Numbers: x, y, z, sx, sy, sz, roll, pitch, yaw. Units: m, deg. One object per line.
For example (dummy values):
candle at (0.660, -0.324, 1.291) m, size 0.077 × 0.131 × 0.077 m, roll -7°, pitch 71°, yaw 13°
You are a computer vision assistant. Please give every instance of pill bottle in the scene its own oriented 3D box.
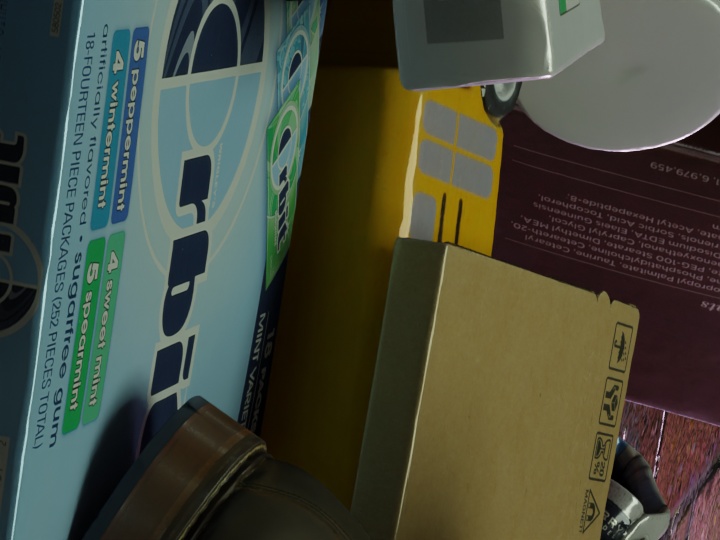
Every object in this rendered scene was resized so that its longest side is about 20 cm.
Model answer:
pill bottle at (0.092, -0.143, 0.984) m, size 0.111 × 0.110 × 0.201 m, roll 85°, pitch 6°, yaw -48°

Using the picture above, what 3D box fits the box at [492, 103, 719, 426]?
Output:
box at (0.151, -0.057, 1.220) m, size 0.201 × 0.163 × 0.167 m, roll 92°, pitch 15°, yaw -55°

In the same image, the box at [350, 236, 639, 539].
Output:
box at (0.035, 0.099, 0.846) m, size 0.163 × 0.021 × 0.202 m, roll 17°, pitch 83°, yaw -63°

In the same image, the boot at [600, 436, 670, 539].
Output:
boot at (0.064, 0.115, 1.005) m, size 0.096 × 0.073 × 0.200 m, roll -53°, pitch -179°, yaw 16°

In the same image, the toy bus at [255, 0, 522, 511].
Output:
toy bus at (0.000, 0.000, 0.860) m, size 0.078 × 0.065 × 0.202 m, roll 14°, pitch 81°, yaw -61°

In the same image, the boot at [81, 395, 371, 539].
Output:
boot at (-0.054, 0.142, 0.691) m, size 0.201 × 0.097 × 0.075 m, roll -61°, pitch 170°, yaw 11°

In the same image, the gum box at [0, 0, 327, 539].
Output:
gum box at (-0.063, -0.022, 0.717) m, size 0.200 × 0.044 × 0.171 m, roll -24°, pitch 124°, yaw -74°

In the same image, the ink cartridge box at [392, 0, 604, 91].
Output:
ink cartridge box at (0.049, -0.147, 0.779) m, size 0.200 × 0.050 × 0.162 m, roll -36°, pitch 121°, yaw -68°
